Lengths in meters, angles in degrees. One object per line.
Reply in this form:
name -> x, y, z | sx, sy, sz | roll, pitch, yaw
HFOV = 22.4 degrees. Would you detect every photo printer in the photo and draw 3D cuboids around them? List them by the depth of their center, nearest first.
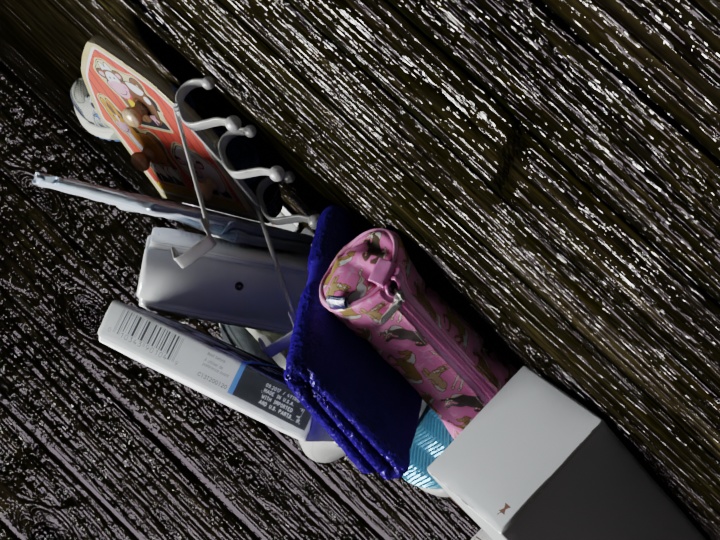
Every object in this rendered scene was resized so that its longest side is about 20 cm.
photo printer -> -0.098, 0.013, 1.630 | 0.200, 0.070, 0.166 | 10, -176, -7

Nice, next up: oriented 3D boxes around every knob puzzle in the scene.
knob puzzle -> -0.190, -0.124, 1.629 | 0.220, 0.030, 0.220 | 38, 160, 17

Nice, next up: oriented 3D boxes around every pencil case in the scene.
pencil case -> 0.054, 0.056, 1.443 | 0.200, 0.083, 0.087 | 47, -147, -30

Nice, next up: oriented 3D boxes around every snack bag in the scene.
snack bag -> -0.167, -0.050, 1.638 | 0.200, 0.021, 0.188 | 12, -177, -45

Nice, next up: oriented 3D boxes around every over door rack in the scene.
over door rack -> -0.090, -0.050, 1.490 | 0.148, 0.067, 0.200 | 49, -155, -42

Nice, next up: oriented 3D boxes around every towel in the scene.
towel -> -0.004, 0.060, 1.482 | 0.148, 0.050, 0.200 | 47, -147, -28

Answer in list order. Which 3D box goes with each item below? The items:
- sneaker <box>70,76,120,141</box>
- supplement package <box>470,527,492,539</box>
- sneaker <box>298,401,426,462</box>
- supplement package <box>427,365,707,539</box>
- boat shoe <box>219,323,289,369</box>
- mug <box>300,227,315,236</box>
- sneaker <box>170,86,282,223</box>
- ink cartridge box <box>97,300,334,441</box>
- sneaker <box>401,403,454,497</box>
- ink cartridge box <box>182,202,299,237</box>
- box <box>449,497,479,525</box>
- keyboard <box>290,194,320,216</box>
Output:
sneaker -> -0.258, -0.186, 1.988 | 0.200, 0.077, 0.085 | 29, 155, 43
supplement package -> 0.168, 0.293, 1.738 | 0.121, 0.200, 0.120 | 44, 175, -5
sneaker -> 0.005, 0.125, 1.635 | 0.076, 0.200, 0.081 | 1, -126, -34
supplement package -> 0.169, 0.192, 1.418 | 0.200, 0.117, 0.117 | 47, 174, -33
boat shoe -> -0.102, 0.068, 1.733 | 0.074, 0.066, 0.199 | 9, -154, -44
mug -> -0.047, 0.070, 1.817 | 0.187, 0.153, 0.149 | 43, 176, 45
sneaker -> -0.149, -0.106, 1.727 | 0.200, 0.070, 0.078 | 37, 164, 42
ink cartridge box -> -0.103, 0.091, 1.555 | 0.198, 0.043, 0.200 | 24, 178, 13
sneaker -> 0.070, 0.158, 1.645 | 0.081, 0.077, 0.200 | 33, -178, -19
ink cartridge box -> -0.130, -0.060, 1.946 | 0.116, 0.067, 0.200 | 45, 174, -1
box -> 0.084, 0.157, 1.856 | 0.200, 0.100, 0.075 | 41, 174, 37
keyboard -> 0.000, 0.000, 1.752 | 0.200, 0.011, 0.056 | 48, 173, -34
